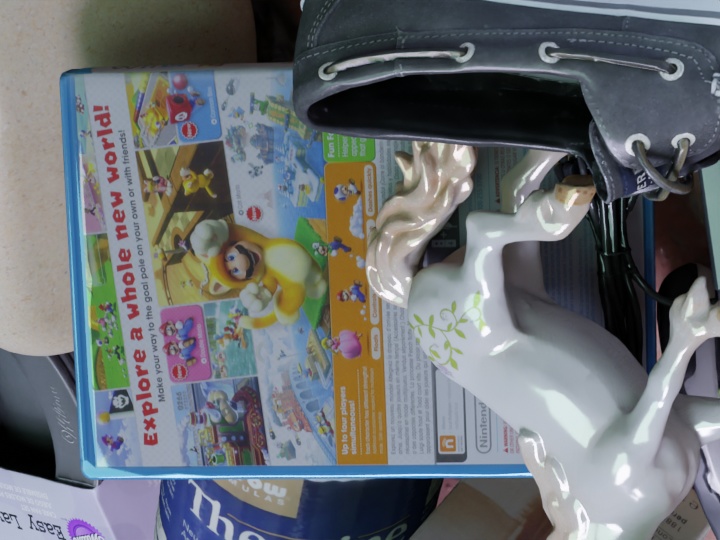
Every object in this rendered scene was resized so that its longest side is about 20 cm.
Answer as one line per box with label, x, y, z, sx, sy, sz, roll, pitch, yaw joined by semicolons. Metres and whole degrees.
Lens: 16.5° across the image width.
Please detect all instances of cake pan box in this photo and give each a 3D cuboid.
cake pan box;-0.185;0.043;1.153;0.200;0.052;0.184;9;131;37

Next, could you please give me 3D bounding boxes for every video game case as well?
video game case;0.000;0.000;0.849;0.200;0.018;0.143;-1;100;7

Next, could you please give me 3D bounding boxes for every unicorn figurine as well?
unicorn figurine;0.073;0.042;0.792;0.200;0.074;0.137;55;127;26

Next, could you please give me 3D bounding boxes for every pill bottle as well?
pill bottle;-0.019;0.058;0.963;0.111;0.111;0.200;31;140;18

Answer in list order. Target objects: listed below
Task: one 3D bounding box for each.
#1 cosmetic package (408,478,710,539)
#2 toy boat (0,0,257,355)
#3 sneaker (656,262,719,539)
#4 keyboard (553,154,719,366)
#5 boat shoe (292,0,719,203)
cosmetic package;0.037;0.150;0.921;0.087;0.200;0.103;36;141;10
toy boat;-0.114;-0.075;0.948;0.131;0.130;0.200;54;153;41
sneaker;0.165;0.081;0.870;0.083;0.072;0.200;-21;102;9
keyboard;0.125;0.012;0.798;0.127;0.021;0.200;-4;101;30
boat shoe;0.074;-0.051;0.732;0.200;0.066;0.070;12;160;7
